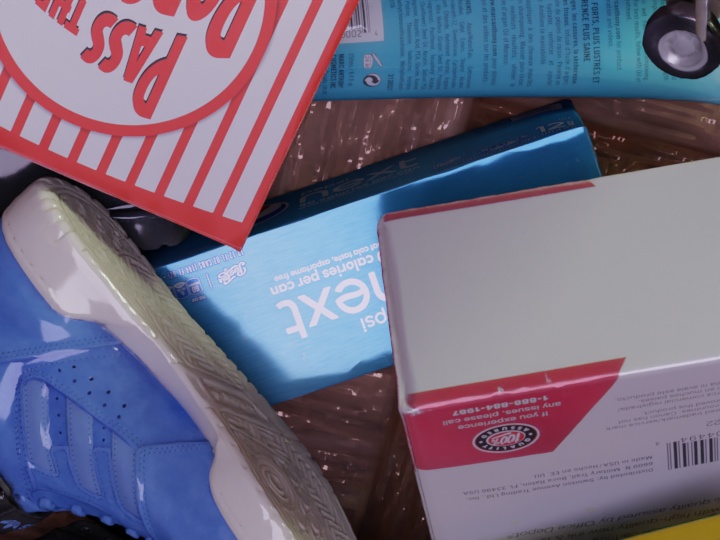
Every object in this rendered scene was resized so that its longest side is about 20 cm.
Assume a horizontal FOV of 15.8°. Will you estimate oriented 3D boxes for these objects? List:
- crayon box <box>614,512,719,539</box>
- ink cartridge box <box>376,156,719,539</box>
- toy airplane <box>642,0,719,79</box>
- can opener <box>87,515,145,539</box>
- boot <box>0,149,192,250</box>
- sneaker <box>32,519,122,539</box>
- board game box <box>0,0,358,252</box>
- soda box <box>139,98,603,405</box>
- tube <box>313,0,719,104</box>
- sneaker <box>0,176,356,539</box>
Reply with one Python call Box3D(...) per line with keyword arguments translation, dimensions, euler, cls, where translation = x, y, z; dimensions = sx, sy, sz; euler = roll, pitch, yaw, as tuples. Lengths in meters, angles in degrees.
Box3D(translation=(0.083, 0.202, 0.910), dimensions=(0.172, 0.058, 0.201), euler=(-18, 73, 25), cls="crayon box")
Box3D(translation=(0.090, 0.053, 0.953), dimensions=(0.145, 0.084, 0.200), euler=(-10, 147, 2), cls="ink cartridge box")
Box3D(translation=(0.167, -0.156, 0.890), dimensions=(0.199, 0.200, 0.141), euler=(-38, 123, -6), cls="toy airplane")
Box3D(translation=(-0.115, 0.070, 1.029), dimensions=(0.199, 0.079, 0.064), euler=(23, 63, -9), cls="can opener")
Box3D(translation=(-0.149, -0.106, 0.975), dimensions=(0.164, 0.066, 0.201), euler=(-6, 106, -7), cls="boot")
Box3D(translation=(-0.084, 0.127, 0.980), dimensions=(0.199, 0.104, 0.060), euler=(-20, 133, -35), cls="sneaker")
Box3D(translation=(-0.069, -0.127, 0.913), dimensions=(0.151, 0.046, 0.200), euler=(22, 108, -9), cls="board game box")
Box3D(translation=(0.000, 0.000, 1.004), dimensions=(0.199, 0.064, 0.068), euler=(-18, 103, 4), cls="soda box")
Box3D(translation=(0.051, -0.097, 0.994), dimensions=(0.199, 0.050, 0.078), euler=(-4, 104, -6), cls="tube")
Box3D(translation=(-0.091, 0.076, 0.942), dimensions=(0.111, 0.077, 0.200), euler=(-40, 86, 14), cls="sneaker")
